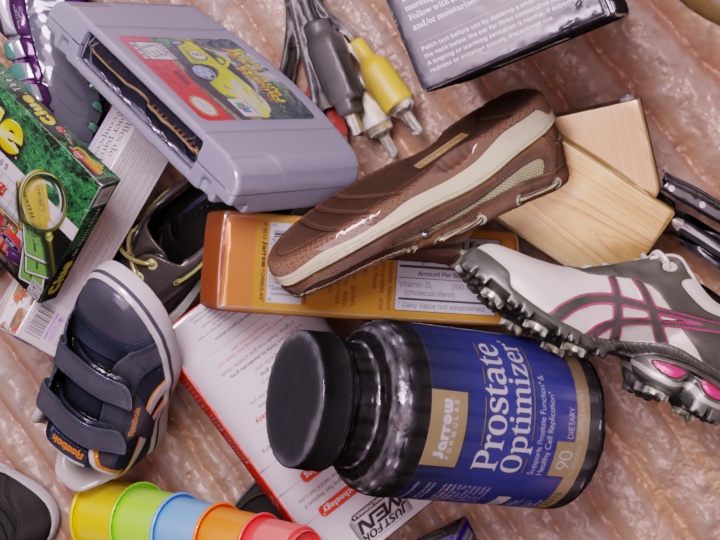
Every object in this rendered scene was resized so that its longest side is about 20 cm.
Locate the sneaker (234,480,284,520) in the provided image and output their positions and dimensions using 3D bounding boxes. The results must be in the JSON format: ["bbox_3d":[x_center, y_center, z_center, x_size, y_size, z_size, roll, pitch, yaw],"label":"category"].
[{"bbox_3d":[-0.089,0.240,1.189,0.074,0.106,0.201,24,101,6],"label":"sneaker"}]

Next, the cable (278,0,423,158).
[{"bbox_3d":[-0.029,-0.164,1.169,0.097,0.050,0.201,-23,81,30],"label":"cable"}]

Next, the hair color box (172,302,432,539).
[{"bbox_3d":[-0.041,0.097,1.168,0.101,0.061,0.200,-36,89,-12],"label":"hair color box"}]

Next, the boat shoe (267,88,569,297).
[{"bbox_3d":[0.043,-0.030,1.062,0.202,0.075,0.075,-31,111,-5],"label":"boat shoe"}]

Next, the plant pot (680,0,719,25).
[{"bbox_3d":[0.269,-0.250,1.097,0.199,0.027,0.202,2,99,11],"label":"plant pot"}]

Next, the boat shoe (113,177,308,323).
[{"bbox_3d":[-0.127,-0.019,1.174,0.201,0.061,0.072,-37,57,9],"label":"boat shoe"}]

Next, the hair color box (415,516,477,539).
[{"bbox_3d":[0.068,0.286,1.190,0.109,0.065,0.201,-27,90,13],"label":"hair color box"}]

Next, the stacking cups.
[{"bbox_3d":[-0.108,0.175,1.166,0.199,0.060,0.061,1,99,38],"label":"stacking cups"}]

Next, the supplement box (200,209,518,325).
[{"bbox_3d":[0.000,0.000,1.122,0.199,0.067,0.069,6,89,-16],"label":"supplement box"}]

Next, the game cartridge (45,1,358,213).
[{"bbox_3d":[-0.096,-0.110,1.111,0.200,0.133,0.041,44,117,27],"label":"game cartridge"}]

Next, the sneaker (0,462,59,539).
[{"bbox_3d":[-0.320,0.156,1.226,0.199,0.099,0.071,22,103,8],"label":"sneaker"}]

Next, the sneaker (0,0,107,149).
[{"bbox_3d":[-0.192,-0.122,1.180,0.087,0.074,0.201,-11,100,-1],"label":"sneaker"}]

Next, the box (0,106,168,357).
[{"bbox_3d":[-0.178,-0.039,1.160,0.039,0.041,0.201,20,79,47],"label":"box"}]

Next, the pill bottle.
[{"bbox_3d":[0.046,0.091,1.097,0.199,0.112,0.113,7,101,-27],"label":"pill bottle"}]

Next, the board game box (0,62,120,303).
[{"bbox_3d":[-0.247,-0.083,1.115,0.200,0.023,0.105,43,119,16],"label":"board game box"}]

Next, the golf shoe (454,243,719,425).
[{"bbox_3d":[0.154,0.020,1.070,0.199,0.077,0.089,26,85,-12],"label":"golf shoe"}]

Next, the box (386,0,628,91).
[{"bbox_3d":[0.069,-0.224,1.049,0.123,0.200,0.198,-21,93,13],"label":"box"}]

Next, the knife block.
[{"bbox_3d":[0.154,-0.020,1.130,0.199,0.064,0.177,-11,95,11],"label":"knife block"}]

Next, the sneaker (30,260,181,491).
[{"bbox_3d":[-0.169,0.080,1.139,0.078,0.079,0.201,35,146,20],"label":"sneaker"}]

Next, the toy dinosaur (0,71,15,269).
[{"bbox_3d":[-0.271,-0.079,1.189,0.088,0.047,0.201,30,136,15],"label":"toy dinosaur"}]
